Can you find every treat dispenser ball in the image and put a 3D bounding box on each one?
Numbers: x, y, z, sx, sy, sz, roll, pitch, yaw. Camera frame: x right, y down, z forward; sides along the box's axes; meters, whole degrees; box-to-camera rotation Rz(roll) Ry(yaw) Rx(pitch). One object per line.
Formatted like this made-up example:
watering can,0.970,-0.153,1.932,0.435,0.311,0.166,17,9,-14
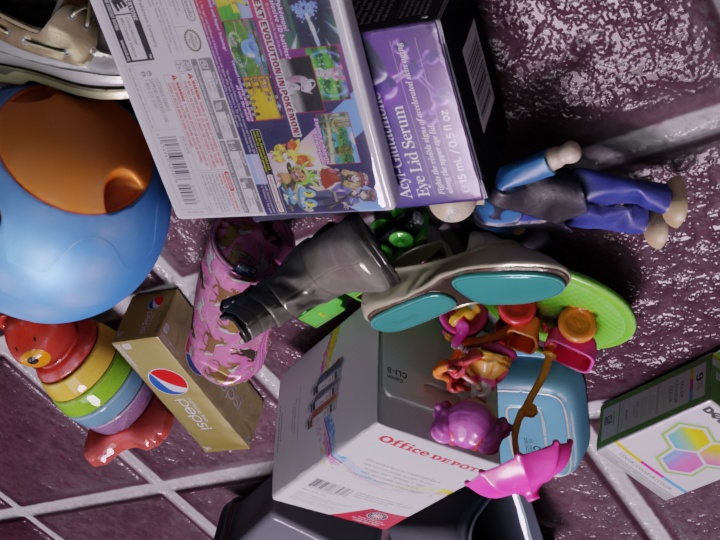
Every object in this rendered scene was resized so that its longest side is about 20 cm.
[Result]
treat dispenser ball,-0.259,-0.058,0.886,0.197,0.203,0.203,10,139,8

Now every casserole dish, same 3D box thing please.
casserole dish,0.176,0.157,1.098,0.119,0.039,0.202,2,138,18

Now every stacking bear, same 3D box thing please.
stacking bear,-0.304,0.103,1.144,0.120,0.115,0.201,-20,130,23

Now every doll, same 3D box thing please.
doll,0.150,-0.057,0.822,0.196,0.049,0.137,4,156,-5

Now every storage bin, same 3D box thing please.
storage bin,-0.072,0.348,1.328,0.198,0.147,0.135,29,128,-13
storage bin,0.128,0.330,1.196,0.133,0.145,0.203,-4,112,40

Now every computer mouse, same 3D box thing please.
computer mouse,0.082,-0.062,0.893,0.198,0.034,0.059,30,138,-13

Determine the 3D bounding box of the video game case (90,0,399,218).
video game case,-0.078,-0.125,0.727,0.179,0.023,0.202,-1,127,21

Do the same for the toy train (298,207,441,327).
toy train,0.000,0.000,0.986,0.056,0.042,0.199,29,139,-28

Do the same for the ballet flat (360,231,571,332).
ballet flat,0.083,0.000,0.886,0.198,0.070,0.070,-14,131,32

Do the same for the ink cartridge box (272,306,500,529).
ink cartridge box,0.024,0.143,1.035,0.144,0.147,0.200,22,141,-26

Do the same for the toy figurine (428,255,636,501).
toy figurine,0.124,0.102,0.920,0.197,0.186,0.151,17,157,10

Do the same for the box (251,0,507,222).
box,-0.005,-0.131,0.782,0.197,0.105,0.149,-5,128,23

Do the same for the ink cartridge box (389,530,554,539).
ink cartridge box,0.130,0.373,1.345,0.195,0.044,0.202,15,137,3

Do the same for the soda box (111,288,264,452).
soda box,-0.184,0.114,1.152,0.063,0.068,0.201,-9,133,26

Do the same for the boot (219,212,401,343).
boot,-0.047,0.018,0.853,0.068,0.130,0.200,56,169,-7

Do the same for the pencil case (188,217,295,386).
pencil case,-0.119,0.029,1.028,0.081,0.087,0.201,-5,145,-21

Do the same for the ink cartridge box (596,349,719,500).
ink cartridge box,0.334,0.144,1.010,0.103,0.060,0.199,34,137,-18

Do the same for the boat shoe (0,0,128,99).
boat shoe,-0.225,-0.185,0.830,0.196,0.075,0.069,4,130,2
